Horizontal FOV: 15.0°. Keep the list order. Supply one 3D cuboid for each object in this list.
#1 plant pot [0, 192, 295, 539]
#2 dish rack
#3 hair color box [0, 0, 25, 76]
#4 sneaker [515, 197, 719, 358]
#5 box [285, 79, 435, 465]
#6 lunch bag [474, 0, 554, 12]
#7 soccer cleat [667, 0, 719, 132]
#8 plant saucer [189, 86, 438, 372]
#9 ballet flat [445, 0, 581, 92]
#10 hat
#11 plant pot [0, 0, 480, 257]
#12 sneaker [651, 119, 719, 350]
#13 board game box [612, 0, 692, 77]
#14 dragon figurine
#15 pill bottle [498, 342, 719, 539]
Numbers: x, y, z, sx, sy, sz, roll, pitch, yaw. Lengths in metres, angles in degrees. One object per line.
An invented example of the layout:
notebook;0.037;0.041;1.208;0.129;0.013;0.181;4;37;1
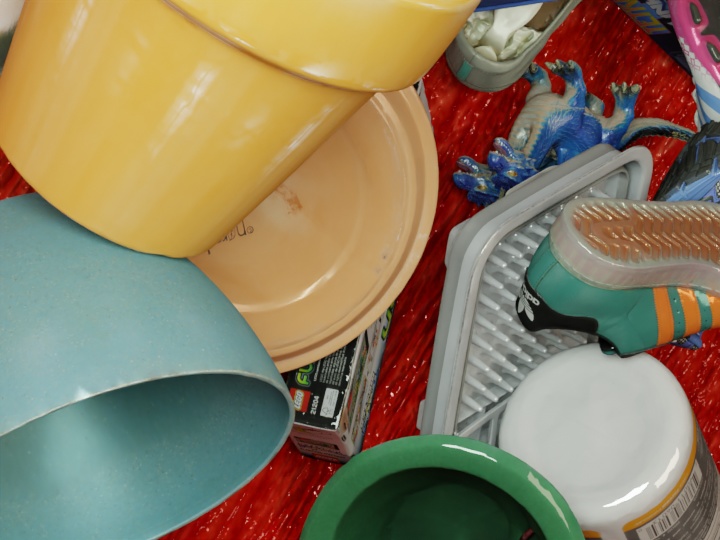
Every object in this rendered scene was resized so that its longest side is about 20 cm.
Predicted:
plant pot;-0.147;0.044;1.295;0.199;0.200;0.135;4;54;-48
dish rack;0.095;0.024;1.600;0.171;0.043;0.201;-29;140;-40
hair color box;-0.216;-0.174;1.283;0.099;0.060;0.201;-43;123;-38
sneaker;0.173;0.009;1.571;0.199;0.080;0.072;8;44;-35
box;0.000;0.000;1.508;0.110;0.034;0.201;71;32;-74
lunch bag;0.096;-0.229;1.527;0.132;0.199;0.137;40;58;-43
soccer cleat;0.226;-0.123;1.700;0.069;0.086;0.201;-11;78;-16
plant saucer;-0.055;-0.038;1.387;0.199;0.032;0.202;-5;111;-13
ballet flat;0.121;-0.192;1.617;0.067;0.064;0.200;34;80;4
hat;0.058;0.149;1.598;0.176;0.165;0.201;-65;171;-65
plant pot;-0.073;-0.115;1.249;0.200;0.200;0.184;5;129;-48
sneaker;0.209;-0.020;1.669;0.078;0.200;0.076;29;57;4
board game box;0.211;-0.238;1.761;0.200;0.056;0.166;38;62;-41
dragon figurine;0.132;-0.068;1.676;0.199;0.059;0.100;17;78;-47
pill bottle;0.158;0.135;1.639;0.117;0.116;0.200;-68;155;-21
